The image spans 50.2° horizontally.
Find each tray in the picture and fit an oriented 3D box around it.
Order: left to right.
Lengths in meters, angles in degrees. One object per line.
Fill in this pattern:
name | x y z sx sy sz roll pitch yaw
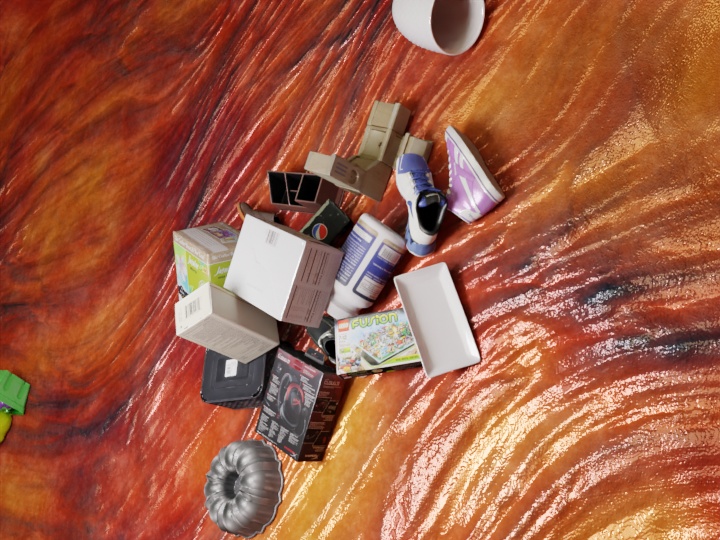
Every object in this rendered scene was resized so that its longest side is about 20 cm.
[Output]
tray | 0.138 0.090 1.402 0.105 0.022 0.204 -15 66 -7

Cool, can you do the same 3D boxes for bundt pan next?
bundt pan | -0.255 0.449 1.602 0.198 0.075 0.207 -18 62 35

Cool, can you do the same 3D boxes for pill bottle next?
pill bottle | 0.000 0.000 1.531 0.115 0.115 0.202 39 99 42

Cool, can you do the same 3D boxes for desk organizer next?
desk organizer | -0.135 -0.177 1.743 0.197 0.076 0.074 10 79 42

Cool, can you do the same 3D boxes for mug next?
mug | 0.168 -0.552 1.602 0.199 0.150 0.174 -37 38 -16

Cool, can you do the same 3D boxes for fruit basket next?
fruit basket | -1.111 0.416 2.319 0.212 0.156 0.219 -24 42 24

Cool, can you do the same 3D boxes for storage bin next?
storage bin | -0.248 0.222 1.674 0.196 0.093 0.139 -12 66 36

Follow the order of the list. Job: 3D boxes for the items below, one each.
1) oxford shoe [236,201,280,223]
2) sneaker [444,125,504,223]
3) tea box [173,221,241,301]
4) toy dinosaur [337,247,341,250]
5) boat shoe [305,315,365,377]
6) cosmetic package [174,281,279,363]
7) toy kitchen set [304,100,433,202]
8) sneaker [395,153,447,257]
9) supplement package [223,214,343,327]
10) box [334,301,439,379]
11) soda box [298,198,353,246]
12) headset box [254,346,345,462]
oxford shoe | -0.227 -0.109 1.815 0.073 0.072 0.200 -40 53 -4
sneaker | 0.185 -0.181 1.475 0.114 0.072 0.204 -41 51 25
tea box | -0.310 0.019 1.689 0.198 0.131 0.202 25 121 51
toy dinosaur | -0.093 0.035 1.621 0.061 0.106 0.199 49 122 0
boat shoe | -0.053 0.143 1.556 0.199 0.067 0.073 35 98 44
cosmetic package | -0.265 0.108 1.535 0.102 0.199 0.075 -29 54 22
toy kitchen set | 0.027 -0.259 1.565 0.161 0.179 0.205 19 90 42
sneaker | 0.125 -0.141 1.472 0.115 0.078 0.205 122 144 -65
supplement package | -0.154 -0.001 1.516 0.198 0.110 0.160 24 96 42
box | 0.049 0.133 1.444 0.195 0.035 0.113 -11 65 13
soda box | -0.106 -0.054 1.644 0.071 0.063 0.200 43 95 6
headset box | -0.119 0.258 1.543 0.147 0.074 0.205 20 95 43
